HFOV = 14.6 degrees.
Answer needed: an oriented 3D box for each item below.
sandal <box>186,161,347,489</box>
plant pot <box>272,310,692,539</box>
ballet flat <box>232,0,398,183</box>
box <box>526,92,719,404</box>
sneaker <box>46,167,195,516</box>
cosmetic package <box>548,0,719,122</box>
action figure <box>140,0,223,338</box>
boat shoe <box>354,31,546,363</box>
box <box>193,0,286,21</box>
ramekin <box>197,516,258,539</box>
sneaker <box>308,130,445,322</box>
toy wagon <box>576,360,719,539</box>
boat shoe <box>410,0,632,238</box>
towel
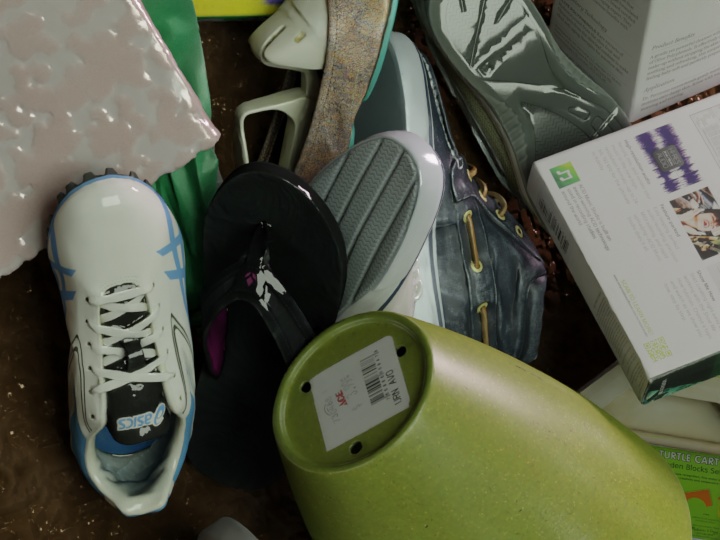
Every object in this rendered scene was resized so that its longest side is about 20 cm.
[{"bbox_3d":[-0.051,0.038,1.432,0.075,0.048,0.201,12,125,7],"label":"sandal"},{"bbox_3d":[0.045,0.110,1.444,0.188,0.187,0.200,-58,135,-16],"label":"plant pot"},{"bbox_3d":[-0.029,-0.093,1.471,0.067,0.068,0.201,6,111,-20],"label":"ballet flat"},{"bbox_3d":[0.210,-0.027,1.530,0.199,0.036,0.145,-21,66,-13],"label":"box"},{"bbox_3d":[-0.114,0.037,1.403,0.072,0.073,0.201,-14,130,-13],"label":"sneaker"},{"bbox_3d":[0.177,-0.193,1.547,0.107,0.085,0.201,-22,139,-28],"label":"cosmetic package"},{"bbox_3d":[-0.109,-0.048,1.446,0.118,0.055,0.201,-14,115,15],"label":"action figure"},{"bbox_3d":[0.047,-0.036,1.547,0.091,0.071,0.201,-12,103,-30],"label":"boat shoe"},{"bbox_3d":[-0.078,-0.189,1.483,0.199,0.048,0.118,-5,93,-28],"label":"box"},{"bbox_3d":[-0.051,0.232,1.425,0.094,0.202,0.203,-33,107,-13],"label":"ramekin"},{"bbox_3d":[0.000,0.000,1.474,0.071,0.200,0.073,-16,59,-42],"label":"sneaker"},{"bbox_3d":[0.174,0.105,1.570,0.155,0.040,0.201,9,105,14],"label":"toy wagon"},{"bbox_3d":[0.094,-0.090,1.574,0.074,0.065,0.202,-40,111,-6],"label":"boat shoe"},{"bbox_3d":[-0.196,-0.093,1.375,0.200,0.032,0.191,-30,109,6],"label":"towel"}]
